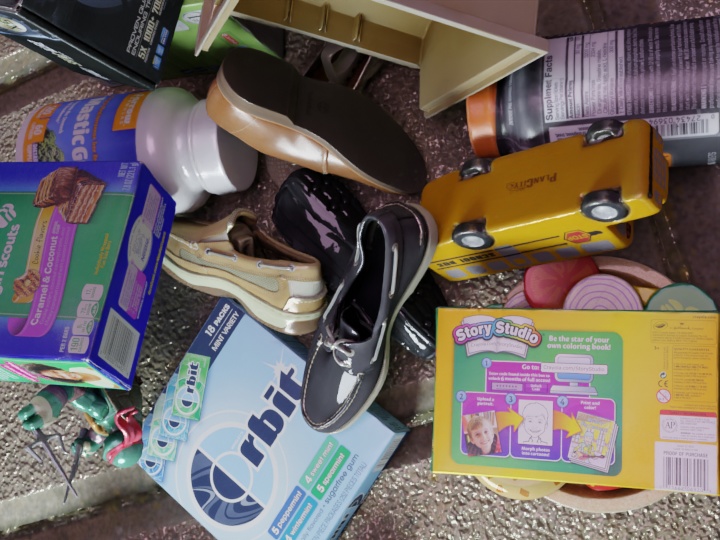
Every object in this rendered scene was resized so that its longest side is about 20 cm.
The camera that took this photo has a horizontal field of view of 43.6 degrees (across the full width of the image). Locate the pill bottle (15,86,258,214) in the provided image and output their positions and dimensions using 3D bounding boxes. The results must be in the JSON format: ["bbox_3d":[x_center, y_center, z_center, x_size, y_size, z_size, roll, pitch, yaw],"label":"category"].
[{"bbox_3d":[-0.198,-0.105,0.814,0.197,0.112,0.114,-4,82,20],"label":"pill bottle"}]

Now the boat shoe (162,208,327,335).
[{"bbox_3d":[-0.105,-0.019,0.774,0.198,0.071,0.077,23,122,29],"label":"boat shoe"}]

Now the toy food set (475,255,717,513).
[{"bbox_3d":[0.175,0.082,0.688,0.197,0.049,0.201,6,85,21],"label":"toy food set"}]

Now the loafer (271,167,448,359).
[{"bbox_3d":[0.000,0.000,0.759,0.201,0.068,0.071,47,129,15],"label":"loafer"}]

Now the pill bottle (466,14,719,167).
[{"bbox_3d":[0.182,-0.128,0.682,0.197,0.106,0.108,-2,83,20],"label":"pill bottle"}]

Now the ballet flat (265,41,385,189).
[{"bbox_3d":[-0.032,-0.164,0.787,0.067,0.062,0.201,34,96,20],"label":"ballet flat"}]

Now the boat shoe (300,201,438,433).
[{"bbox_3d":[-0.009,0.039,0.688,0.072,0.062,0.202,35,111,29],"label":"boat shoe"}]

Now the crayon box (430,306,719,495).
[{"bbox_3d":[0.151,0.088,0.639,0.197,0.058,0.121,0,83,20],"label":"crayon box"}]

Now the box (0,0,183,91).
[{"bbox_3d":[-0.195,-0.256,0.649,0.085,0.164,0.203,16,88,21],"label":"box"}]

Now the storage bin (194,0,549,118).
[{"bbox_3d":[0.000,-0.194,0.638,0.197,0.198,0.095,11,81,-20],"label":"storage bin"}]

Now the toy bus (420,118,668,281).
[{"bbox_3d":[0.131,-0.046,0.664,0.198,0.078,0.066,-12,58,40],"label":"toy bus"}]

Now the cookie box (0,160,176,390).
[{"bbox_3d":[-0.268,0.001,0.727,0.197,0.075,0.173,1,64,15],"label":"cookie box"}]

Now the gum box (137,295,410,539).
[{"bbox_3d":[-0.084,0.148,0.776,0.199,0.044,0.171,36,97,21],"label":"gum box"}]

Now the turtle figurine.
[{"bbox_3d":[-0.240,0.114,0.790,0.100,0.150,0.201,-22,60,-13],"label":"turtle figurine"}]

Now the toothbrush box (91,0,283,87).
[{"bbox_3d":[-0.185,-0.237,0.808,0.197,0.145,0.087,-4,82,20],"label":"toothbrush box"}]

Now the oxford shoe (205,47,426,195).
[{"bbox_3d":[-0.035,-0.113,0.750,0.071,0.198,0.072,-39,32,51],"label":"oxford shoe"}]
